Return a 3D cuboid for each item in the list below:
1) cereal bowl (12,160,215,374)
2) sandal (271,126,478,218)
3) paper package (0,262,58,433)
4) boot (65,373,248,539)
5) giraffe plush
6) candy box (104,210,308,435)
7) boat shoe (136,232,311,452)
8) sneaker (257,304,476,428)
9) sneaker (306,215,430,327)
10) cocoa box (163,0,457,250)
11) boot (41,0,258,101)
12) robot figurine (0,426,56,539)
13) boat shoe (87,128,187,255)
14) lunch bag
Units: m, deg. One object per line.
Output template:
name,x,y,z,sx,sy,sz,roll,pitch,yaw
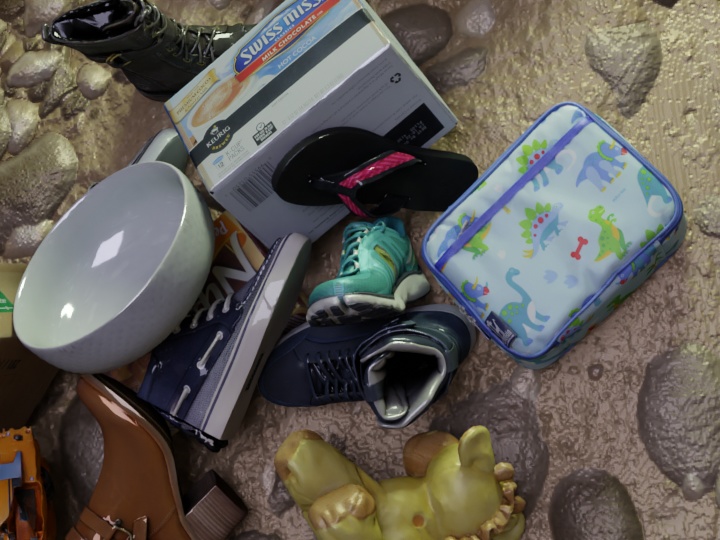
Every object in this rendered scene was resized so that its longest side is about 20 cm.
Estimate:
cereal bowl,-0.199,0.008,1.287,0.199,0.083,0.201,-28,38,24
sandal,0.020,-0.075,1.267,0.045,0.198,0.076,61,137,43
paper package,-0.371,0.094,1.335,0.103,0.200,0.191,38,105,17
boot,-0.215,0.198,1.305,0.155,0.077,0.200,-42,105,0
giraffe plush,0.046,0.195,1.233,0.161,0.173,0.201,-33,67,-8
candy box,-0.152,0.054,1.364,0.200,0.055,0.116,-40,74,7
boat shoe,-0.120,0.047,1.287,0.092,0.075,0.202,25,91,11
sneaker,-0.009,0.087,1.260,0.200,0.146,0.078,-16,102,16
sneaker,0.000,0.000,1.247,0.077,0.200,0.081,-10,97,17
cocoa box,-0.045,-0.136,1.307,0.199,0.133,0.132,-39,50,8
boot,-0.164,-0.205,1.352,0.198,0.174,0.070,-10,77,16
robot figurine,-0.301,0.251,1.335,0.058,0.145,0.202,-4,66,-5
boat shoe,-0.234,-0.052,1.403,0.063,0.071,0.201,33,93,19
lunch bag,0.160,-0.030,1.265,0.200,0.082,0.161,-42,69,4
